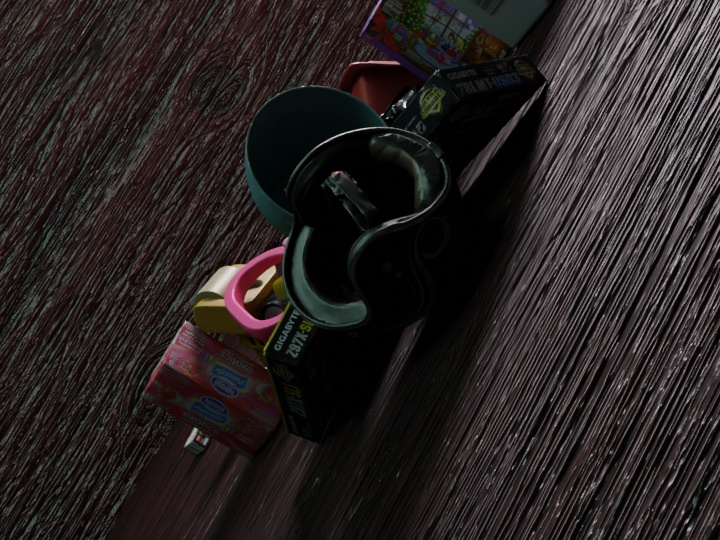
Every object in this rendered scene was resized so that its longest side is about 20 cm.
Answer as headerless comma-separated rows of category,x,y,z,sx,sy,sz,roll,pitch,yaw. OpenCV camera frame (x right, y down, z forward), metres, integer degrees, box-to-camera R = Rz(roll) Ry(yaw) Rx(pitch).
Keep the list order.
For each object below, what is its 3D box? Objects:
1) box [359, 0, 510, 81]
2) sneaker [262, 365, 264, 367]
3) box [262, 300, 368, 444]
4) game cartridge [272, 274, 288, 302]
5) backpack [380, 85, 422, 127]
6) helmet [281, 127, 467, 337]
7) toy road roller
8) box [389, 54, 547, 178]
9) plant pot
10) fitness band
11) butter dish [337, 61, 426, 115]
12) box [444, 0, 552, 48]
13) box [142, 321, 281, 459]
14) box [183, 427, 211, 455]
box,0.116,-0.347,1.743,0.138,0.198,0.039,-59,9,-7
sneaker,-0.217,0.206,2.059,0.199,0.113,0.077,-44,17,52
box,-0.047,0.087,1.399,0.201,0.049,0.161,80,-150,-57
game cartridge,0.001,-0.034,1.523,0.176,0.033,0.199,-41,13,-38
backpack,0.050,-0.142,1.667,0.201,0.126,0.167,-55,-3,25
helmet,0.014,-0.029,1.246,0.192,0.197,0.202,91,-162,-48
toy road roller,-0.145,0.080,1.826,0.123,0.197,0.148,-53,-40,-52
box,0.095,-0.156,1.372,0.199,0.050,0.199,-23,-21,-50
plant pot,-0.061,-0.117,1.554,0.202,0.198,0.135,-63,1,-29
fitness band,-0.119,0.025,1.682,0.144,0.038,0.200,-44,31,-7
butter dish,0.062,-0.227,1.840,0.200,0.196,0.151,128,140,-73
box,0.212,-0.450,1.711,0.106,0.151,0.202,-47,14,54
box,-0.215,0.183,1.815,0.100,0.198,0.096,-50,12,42
box,-0.304,0.290,2.538,0.202,0.034,0.110,-63,9,-23
